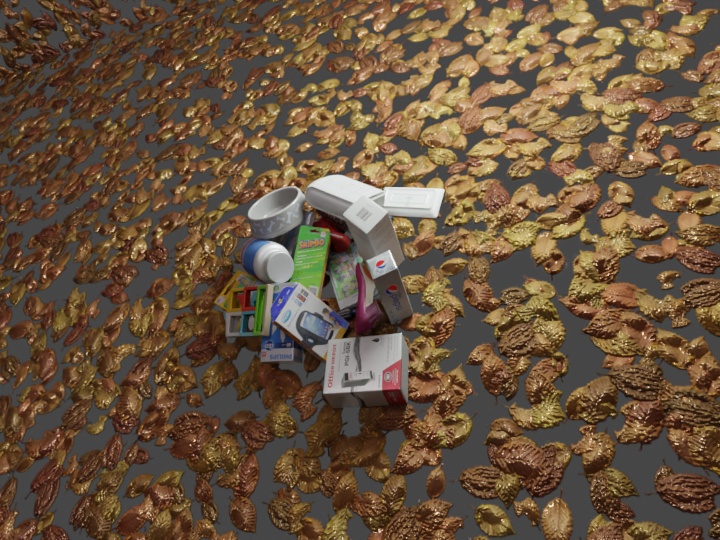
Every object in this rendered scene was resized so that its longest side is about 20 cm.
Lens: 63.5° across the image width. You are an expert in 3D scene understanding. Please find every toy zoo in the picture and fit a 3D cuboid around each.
[{"bbox_3d":[-0.310,0.112,1.572,0.195,0.020,0.136,-6,75,41],"label":"toy zoo"}]

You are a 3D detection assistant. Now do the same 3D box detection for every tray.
[{"bbox_3d":[0.144,-0.208,1.722,0.193,0.022,0.110,5,59,25],"label":"tray"}]

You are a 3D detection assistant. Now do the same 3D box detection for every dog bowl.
[{"bbox_3d":[-0.243,-0.174,1.700,0.194,0.060,0.203,-18,32,11],"label":"dog bowl"}]

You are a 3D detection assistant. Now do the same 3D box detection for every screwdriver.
[{"bbox_3d":[0.016,0.105,1.550,0.193,0.028,0.030,-12,81,5],"label":"screwdriver"}]

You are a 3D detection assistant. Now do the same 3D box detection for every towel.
[{"bbox_3d":[-0.218,-0.115,1.737,0.197,0.023,0.152,15,85,46],"label":"towel"}]

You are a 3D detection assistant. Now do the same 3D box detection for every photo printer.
[{"bbox_3d":[-0.050,-0.210,1.657,0.196,0.072,0.165,24,31,26],"label":"photo printer"}]

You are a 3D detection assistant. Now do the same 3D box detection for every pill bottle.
[{"bbox_3d":[-0.260,-0.025,1.635,0.112,0.113,0.198,-44,27,-14],"label":"pill bottle"}]

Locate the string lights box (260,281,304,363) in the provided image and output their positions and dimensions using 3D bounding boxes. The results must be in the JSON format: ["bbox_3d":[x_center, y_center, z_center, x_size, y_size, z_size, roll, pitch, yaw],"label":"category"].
[{"bbox_3d":[-0.204,0.141,1.540,0.099,0.059,0.208,-5,74,21],"label":"string lights box"}]

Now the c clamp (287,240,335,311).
[{"bbox_3d":[-0.131,0.011,1.629,0.165,0.027,0.208,5,80,17],"label":"c clamp"}]

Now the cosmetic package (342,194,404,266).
[{"bbox_3d":[0.037,-0.085,1.531,0.085,0.202,0.107,-43,55,-12],"label":"cosmetic package"}]

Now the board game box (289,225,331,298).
[{"bbox_3d":[-0.140,-0.018,1.609,0.092,0.030,0.208,8,84,17],"label":"board game box"}]

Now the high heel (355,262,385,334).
[{"bbox_3d":[0.001,0.071,1.536,0.095,0.067,0.203,-39,49,18],"label":"high heel"}]

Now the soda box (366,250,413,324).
[{"bbox_3d":[0.076,0.046,1.448,0.066,0.202,0.065,-23,49,1],"label":"soda box"}]

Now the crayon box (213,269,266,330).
[{"bbox_3d":[-0.310,0.090,1.667,0.196,0.052,0.127,22,66,32],"label":"crayon box"}]

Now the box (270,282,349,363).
[{"bbox_3d":[-0.134,0.129,1.491,0.121,0.198,0.041,-57,16,-24],"label":"box"}]

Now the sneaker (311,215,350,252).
[{"bbox_3d":[-0.086,-0.124,1.702,0.196,0.079,0.117,12,58,41],"label":"sneaker"}]

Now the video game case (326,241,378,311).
[{"bbox_3d":[0.000,0.000,1.628,0.177,0.022,0.204,-24,50,4],"label":"video game case"}]

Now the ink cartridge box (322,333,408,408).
[{"bbox_3d":[0.015,0.243,1.406,0.193,0.084,0.151,-7,54,16],"label":"ink cartridge box"}]

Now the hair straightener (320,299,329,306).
[{"bbox_3d":[-0.167,0.150,1.568,0.194,0.041,0.079,-23,50,10],"label":"hair straightener"}]

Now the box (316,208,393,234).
[{"bbox_3d":[-0.018,-0.163,1.699,0.135,0.041,0.198,-22,41,-40],"label":"box"}]
